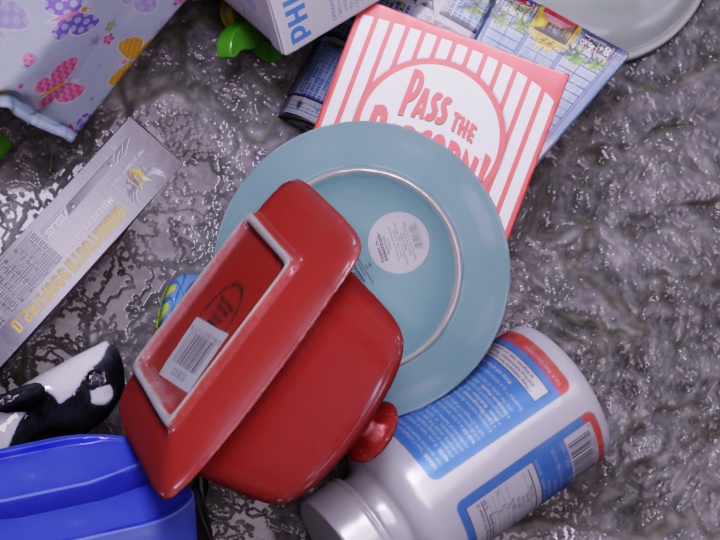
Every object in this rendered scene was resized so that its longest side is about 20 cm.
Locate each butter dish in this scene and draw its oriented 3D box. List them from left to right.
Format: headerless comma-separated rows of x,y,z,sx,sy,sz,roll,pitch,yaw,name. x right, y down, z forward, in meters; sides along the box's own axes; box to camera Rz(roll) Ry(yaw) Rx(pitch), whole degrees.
-0.040,0.068,1.531,0.148,0.200,0.200,37,92,-21,butter dish

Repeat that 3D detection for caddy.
-0.193,0.182,1.521,0.200,0.141,0.105,-9,116,-29,caddy

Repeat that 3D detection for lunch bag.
-0.216,-0.215,1.608,0.170,0.127,0.200,-50,60,10,lunch bag

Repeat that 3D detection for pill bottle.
0.061,0.134,1.651,0.200,0.112,0.112,-33,89,-17,pill bottle

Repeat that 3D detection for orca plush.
-0.231,0.124,1.577,0.200,0.105,0.071,-29,84,-30,orca plush

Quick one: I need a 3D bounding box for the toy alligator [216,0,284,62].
-0.042,-0.210,1.720,0.054,0.059,0.200,54,51,-36,toy alligator

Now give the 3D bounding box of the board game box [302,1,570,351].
0.037,-0.064,1.648,0.151,0.046,0.201,20,90,3,board game box

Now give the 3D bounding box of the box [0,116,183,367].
-0.211,0.006,1.568,0.048,0.158,0.200,42,63,-5,box

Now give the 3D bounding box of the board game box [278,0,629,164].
0.055,-0.109,1.711,0.200,0.062,0.200,28,80,-5,board game box

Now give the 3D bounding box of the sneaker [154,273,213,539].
-0.102,0.101,1.639,0.082,0.071,0.200,5,76,-6,sneaker

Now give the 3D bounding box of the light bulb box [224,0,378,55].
-0.034,-0.279,1.646,0.200,0.125,0.198,-32,47,-16,light bulb box

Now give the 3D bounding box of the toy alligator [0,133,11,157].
-0.315,-0.146,1.631,0.200,0.054,0.059,40,73,-4,toy alligator

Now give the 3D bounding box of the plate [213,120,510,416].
0.000,0.000,1.614,0.199,0.026,0.201,0,89,4,plate

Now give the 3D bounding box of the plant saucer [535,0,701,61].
0.171,-0.252,1.777,0.199,0.050,0.201,2,80,-12,plant saucer
